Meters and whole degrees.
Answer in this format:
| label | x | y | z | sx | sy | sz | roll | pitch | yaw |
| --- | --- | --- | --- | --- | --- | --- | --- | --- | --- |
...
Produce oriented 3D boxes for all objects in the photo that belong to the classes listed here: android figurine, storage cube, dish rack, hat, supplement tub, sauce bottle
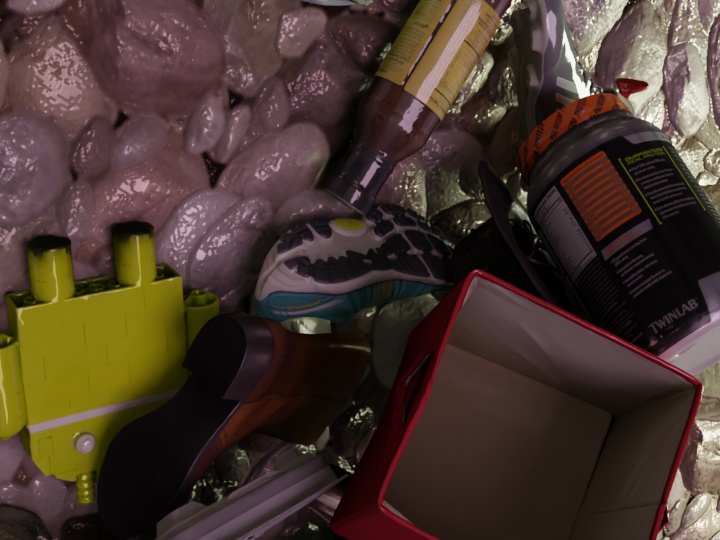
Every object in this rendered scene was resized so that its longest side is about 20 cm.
| label | x | y | z | sx | sy | sz | roll | pitch | yaw |
| --- | --- | --- | --- | --- | --- | --- | --- | --- | --- |
| android figurine | -0.184 | 0.070 | 0.819 | 0.179 | 0.041 | 0.204 | -10 | 111 | -30 |
| storage cube | 0.100 | 0.134 | 0.792 | 0.198 | 0.180 | 0.173 | 26 | 70 | -4 |
| dish rack | -0.115 | 0.193 | 0.828 | 0.170 | 0.200 | 0.044 | -20 | 76 | -45 |
| hat | 0.121 | 0.019 | 0.897 | 0.080 | 0.202 | 0.201 | -33 | 127 | 14 |
| supplement tub | 0.202 | -0.024 | 0.848 | 0.121 | 0.202 | 0.123 | -21 | 156 | -10 |
| sauce bottle | 0.039 | -0.137 | 0.869 | 0.064 | 0.065 | 0.202 | 33 | 90 | -36 |

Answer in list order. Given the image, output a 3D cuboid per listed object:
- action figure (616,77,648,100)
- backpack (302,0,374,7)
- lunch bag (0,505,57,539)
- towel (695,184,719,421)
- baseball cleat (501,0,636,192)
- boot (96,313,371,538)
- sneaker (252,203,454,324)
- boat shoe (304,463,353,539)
| label | x | y | z | sx | sy | sz | roll | pitch | yaw |
| --- | --- | --- | --- | --- | --- | --- | --- | --- | --- |
| action figure | 0.253 | -0.058 | 1.018 | 0.064 | 0.099 | 0.203 | -23 | 121 | -22 |
| backpack | -0.055 | -0.256 | 0.726 | 0.198 | 0.127 | 0.168 | 20 | 108 | -37 |
| lunch bag | -0.275 | 0.243 | 0.745 | 0.198 | 0.167 | 0.141 | 17 | 99 | -36 |
| towel | 0.273 | 0.025 | 0.947 | 0.146 | 0.036 | 0.204 | -1 | 73 | -25 |
| baseball cleat | 0.171 | -0.148 | 0.923 | 0.105 | 0.070 | 0.202 | -14 | 138 | -6 |
| boot | -0.091 | 0.117 | 0.866 | 0.190 | 0.068 | 0.199 | -61 | 154 | 6 |
| sneaker | 0.000 | 0.000 | 0.902 | 0.198 | 0.078 | 0.080 | -4 | 144 | -38 |
| boat shoe | 0.008 | 0.234 | 0.984 | 0.202 | 0.075 | 0.075 | 37 | 93 | -37 |
